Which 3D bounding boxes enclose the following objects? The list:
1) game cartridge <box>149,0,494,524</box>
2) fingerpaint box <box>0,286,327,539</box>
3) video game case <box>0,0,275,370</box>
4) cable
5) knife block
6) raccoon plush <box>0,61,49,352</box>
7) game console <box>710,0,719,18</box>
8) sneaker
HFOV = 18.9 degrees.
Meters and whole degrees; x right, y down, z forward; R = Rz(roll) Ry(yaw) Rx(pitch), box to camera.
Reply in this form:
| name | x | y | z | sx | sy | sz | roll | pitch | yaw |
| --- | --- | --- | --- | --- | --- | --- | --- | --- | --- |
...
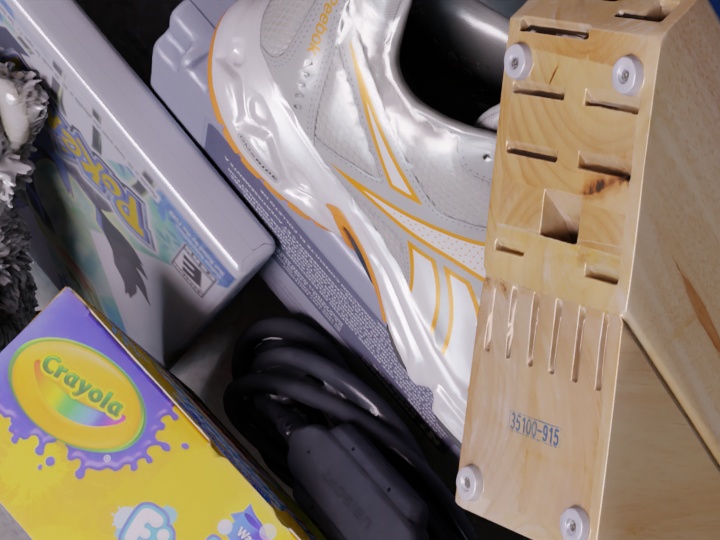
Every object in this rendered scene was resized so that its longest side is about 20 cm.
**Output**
| name | x | y | z | sx | sy | sz | roll | pitch | yaw |
| --- | --- | --- | --- | --- | --- | --- | --- | --- | --- |
| game cartridge | 0.000 | 0.000 | 0.760 | 0.200 | 0.041 | 0.133 | 49 | 162 | 5 |
| fingerpaint box | -0.046 | 0.117 | 0.793 | 0.200 | 0.073 | 0.167 | 45 | 176 | 18 |
| video game case | -0.124 | -0.054 | 0.833 | 0.200 | 0.022 | 0.182 | 50 | 157 | 1 |
| cable | 0.019 | 0.096 | 0.804 | 0.200 | 0.051 | 0.163 | 42 | 174 | 44 |
| knife block | 0.117 | 0.025 | 0.615 | 0.064 | 0.174 | 0.202 | 17 | 104 | 54 |
| raccoon plush | -0.150 | -0.023 | 0.843 | 0.096 | 0.200 | 0.135 | 29 | 95 | 11 |
| game console | 0.136 | -0.031 | 0.545 | 0.200 | 0.176 | 0.117 | 41 | 103 | 8 |
| sneaker | 0.044 | -0.015 | 0.632 | 0.200 | 0.076 | 0.092 | 47 | 136 | -10 |
